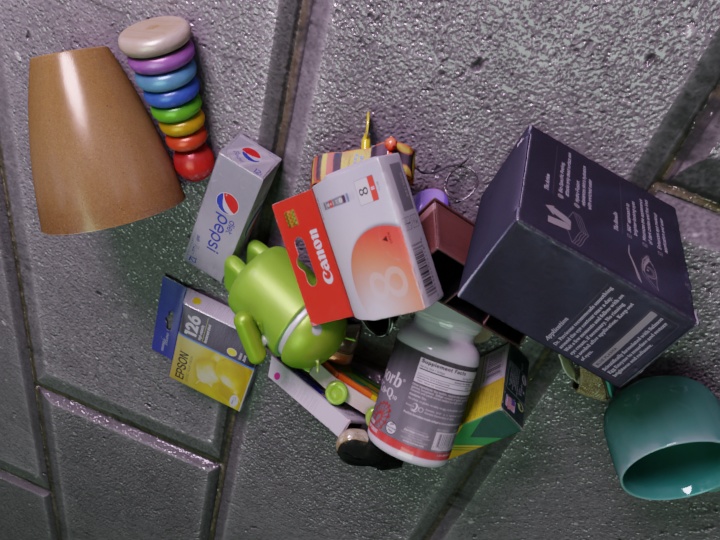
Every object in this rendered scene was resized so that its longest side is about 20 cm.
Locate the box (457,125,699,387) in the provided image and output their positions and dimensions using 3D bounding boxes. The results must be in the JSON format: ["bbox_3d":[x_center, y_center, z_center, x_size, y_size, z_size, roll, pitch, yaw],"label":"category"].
[{"bbox_3d":[0.226,-0.022,0.662,0.198,0.198,0.118,29,131,-3],"label":"box"}]

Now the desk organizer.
[{"bbox_3d":[0.140,0.007,0.736,0.198,0.078,0.072,29,131,-24],"label":"desk organizer"}]

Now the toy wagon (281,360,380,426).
[{"bbox_3d":[-0.027,0.169,0.937,0.198,0.155,0.040,34,90,-5],"label":"toy wagon"}]

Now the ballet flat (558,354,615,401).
[{"bbox_3d":[0.286,0.100,0.806,0.064,0.071,0.202,0,131,30],"label":"ballet flat"}]

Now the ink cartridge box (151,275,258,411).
[{"bbox_3d":[-0.265,0.129,1.053,0.197,0.047,0.199,24,131,-1],"label":"ink cartridge box"}]

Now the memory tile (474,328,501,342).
[{"bbox_3d":[0.170,0.034,0.842,0.196,0.017,0.155,-6,123,24],"label":"memory tile"}]

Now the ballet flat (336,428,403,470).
[{"bbox_3d":[0.014,0.253,0.904,0.065,0.058,0.200,-16,153,16],"label":"ballet flat"}]

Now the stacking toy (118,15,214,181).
[{"bbox_3d":[-0.225,-0.202,0.775,0.084,0.086,0.202,5,132,16],"label":"stacking toy"}]

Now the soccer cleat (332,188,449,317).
[{"bbox_3d":[0.038,-0.019,0.776,0.200,0.077,0.067,-43,105,10],"label":"soccer cleat"}]

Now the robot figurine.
[{"bbox_3d":[-0.100,0.049,0.849,0.200,0.175,0.116,41,144,16],"label":"robot figurine"}]

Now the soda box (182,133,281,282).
[{"bbox_3d":[-0.178,-0.081,0.851,0.068,0.064,0.201,30,129,-2],"label":"soda box"}]

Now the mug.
[{"bbox_3d":[0.403,0.221,0.823,0.149,0.116,0.187,-13,134,11],"label":"mug"}]

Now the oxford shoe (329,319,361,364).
[{"bbox_3d":[-0.090,0.065,0.939,0.197,0.071,0.074,26,103,3],"label":"oxford shoe"}]

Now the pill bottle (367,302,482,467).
[{"bbox_3d":[0.089,0.139,0.813,0.114,0.116,0.204,18,92,6],"label":"pill bottle"}]

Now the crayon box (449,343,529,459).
[{"bbox_3d":[0.148,0.199,0.902,0.051,0.128,0.199,43,129,-15],"label":"crayon box"}]

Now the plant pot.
[{"bbox_3d":[-0.338,-0.169,0.785,0.183,0.187,0.204,-2,112,21],"label":"plant pot"}]

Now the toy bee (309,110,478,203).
[{"bbox_3d":[0.023,-0.126,0.718,0.197,0.109,0.133,-21,73,12],"label":"toy bee"}]

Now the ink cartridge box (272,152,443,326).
[{"bbox_3d":[-0.020,-0.023,0.694,0.198,0.050,0.165,-15,95,35],"label":"ink cartridge box"}]

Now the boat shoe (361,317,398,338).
[{"bbox_3d":[0.000,0.000,0.846,0.071,0.068,0.202,-11,119,29],"label":"boat shoe"}]

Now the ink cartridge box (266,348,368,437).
[{"bbox_3d":[-0.072,0.183,0.943,0.199,0.094,0.037,36,93,29],"label":"ink cartridge box"}]
